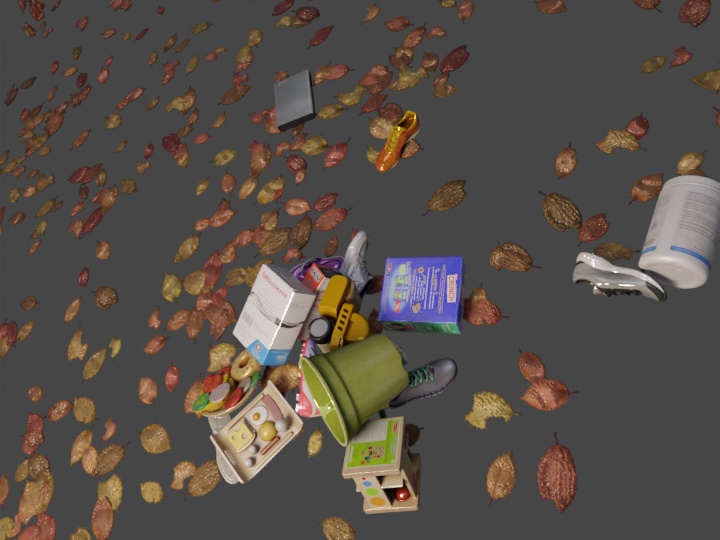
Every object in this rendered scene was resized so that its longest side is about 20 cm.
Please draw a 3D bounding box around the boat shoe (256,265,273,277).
[{"bbox_3d":[-0.255,0.082,1.469,0.085,0.075,0.204,-29,55,8],"label":"boat shoe"}]

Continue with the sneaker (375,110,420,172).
[{"bbox_3d":[0.099,-0.377,1.534,0.072,0.077,0.202,27,80,29],"label":"sneaker"}]

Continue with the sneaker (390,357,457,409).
[{"bbox_3d":[0.129,0.256,1.209,0.197,0.088,0.075,-30,58,8],"label":"sneaker"}]

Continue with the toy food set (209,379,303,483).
[{"bbox_3d":[-0.255,0.392,1.297,0.199,0.061,0.144,-42,70,-11],"label":"toy food set"}]

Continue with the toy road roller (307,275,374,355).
[{"bbox_3d":[-0.023,0.123,1.258,0.143,0.124,0.203,7,59,22],"label":"toy road roller"}]

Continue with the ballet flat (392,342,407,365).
[{"bbox_3d":[0.028,0.186,1.302,0.196,0.072,0.073,3,67,25],"label":"ballet flat"}]

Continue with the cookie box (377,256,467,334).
[{"bbox_3d":[0.155,0.060,1.299,0.196,0.075,0.175,0,66,24],"label":"cookie box"}]

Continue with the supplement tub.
[{"bbox_3d":[0.676,-0.079,1.106,0.130,0.132,0.203,18,74,29],"label":"supplement tub"}]

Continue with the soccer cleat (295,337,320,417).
[{"bbox_3d":[-0.121,0.269,1.336,0.075,0.067,0.204,7,59,-8],"label":"soccer cleat"}]

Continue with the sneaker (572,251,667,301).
[{"bbox_3d":[0.558,0.029,1.147,0.198,0.074,0.081,25,86,37],"label":"sneaker"}]

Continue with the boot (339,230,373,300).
[{"bbox_3d":[0.000,0.000,1.407,0.094,0.073,0.203,22,84,24],"label":"boot"}]

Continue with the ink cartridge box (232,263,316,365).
[{"bbox_3d":[-0.214,0.108,1.305,0.144,0.083,0.203,36,105,38],"label":"ink cartridge box"}]

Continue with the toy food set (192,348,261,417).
[{"bbox_3d":[-0.340,0.296,1.372,0.197,0.049,0.199,-24,29,10],"label":"toy food set"}]

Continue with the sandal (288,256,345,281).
[{"bbox_3d":[-0.134,-0.001,1.469,0.199,0.050,0.084,-20,59,14],"label":"sandal"}]

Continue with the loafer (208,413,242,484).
[{"bbox_3d":[-0.339,0.447,1.347,0.070,0.063,0.202,-13,58,-22],"label":"loafer"}]

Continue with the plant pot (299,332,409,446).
[{"bbox_3d":[-0.004,0.230,1.115,0.182,0.202,0.201,-26,55,-19],"label":"plant pot"}]

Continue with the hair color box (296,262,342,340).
[{"bbox_3d":[-0.127,0.084,1.359,0.201,0.101,0.061,-53,55,17],"label":"hair color box"}]

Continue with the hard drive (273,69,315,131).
[{"bbox_3d":[-0.225,-0.579,1.798,0.137,0.033,0.204,-17,60,16],"label":"hard drive"}]

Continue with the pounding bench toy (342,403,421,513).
[{"bbox_3d":[0.058,0.394,1.146,0.122,0.158,0.202,-12,34,18],"label":"pounding bench toy"}]
